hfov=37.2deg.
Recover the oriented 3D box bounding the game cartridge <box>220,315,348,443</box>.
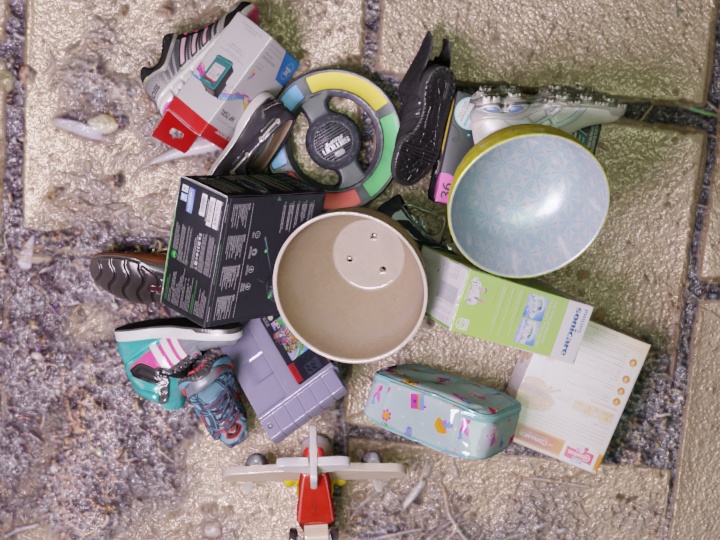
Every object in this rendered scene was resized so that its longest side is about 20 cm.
[{"bbox_3d":[-0.114,0.120,1.476,0.129,0.038,0.201,-38,60,7],"label":"game cartridge"}]

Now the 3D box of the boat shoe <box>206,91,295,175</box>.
[{"bbox_3d":[-0.154,-0.143,1.460,0.060,0.074,0.201,38,106,20],"label":"boat shoe"}]

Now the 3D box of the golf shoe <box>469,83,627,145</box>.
[{"bbox_3d":[0.238,-0.186,1.369,0.197,0.078,0.098,0,112,3],"label":"golf shoe"}]

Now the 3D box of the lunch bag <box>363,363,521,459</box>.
[{"bbox_3d":[0.113,0.186,1.465,0.198,0.160,0.078,19,102,27],"label":"lunch bag"}]

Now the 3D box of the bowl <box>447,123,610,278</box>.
[{"bbox_3d":[0.197,-0.103,1.316,0.197,0.108,0.202,-3,125,-4],"label":"bowl"}]

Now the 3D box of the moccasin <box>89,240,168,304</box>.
[{"bbox_3d":[-0.276,0.004,1.496,0.199,0.078,0.075,2,112,-6],"label":"moccasin"}]

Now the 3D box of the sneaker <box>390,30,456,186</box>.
[{"bbox_3d":[0.082,-0.221,1.459,0.059,0.104,0.202,15,105,-20],"label":"sneaker"}]

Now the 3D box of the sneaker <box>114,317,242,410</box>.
[{"bbox_3d":[-0.247,0.132,1.486,0.198,0.083,0.122,-4,100,25],"label":"sneaker"}]

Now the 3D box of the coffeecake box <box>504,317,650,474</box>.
[{"bbox_3d":[0.298,0.164,1.527,0.152,0.073,0.202,22,96,-5],"label":"coffeecake box"}]

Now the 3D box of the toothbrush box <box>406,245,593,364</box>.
[{"bbox_3d":[0.181,0.044,1.415,0.198,0.145,0.087,14,98,-25],"label":"toothbrush box"}]

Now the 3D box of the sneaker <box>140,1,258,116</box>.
[{"bbox_3d":[-0.223,-0.302,1.453,0.087,0.074,0.200,39,82,16],"label":"sneaker"}]

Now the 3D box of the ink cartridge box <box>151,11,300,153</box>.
[{"bbox_3d":[-0.180,-0.232,1.436,0.067,0.116,0.201,39,95,17],"label":"ink cartridge box"}]

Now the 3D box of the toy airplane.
[{"bbox_3d":[-0.065,0.281,1.497,0.199,0.142,0.199,37,121,-28],"label":"toy airplane"}]

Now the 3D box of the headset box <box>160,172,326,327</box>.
[{"bbox_3d":[-0.147,-0.033,1.403,0.092,0.199,0.176,25,111,35],"label":"headset box"}]

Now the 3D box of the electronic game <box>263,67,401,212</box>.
[{"bbox_3d":[-0.038,-0.180,1.491,0.197,0.042,0.203,0,97,-2],"label":"electronic game"}]

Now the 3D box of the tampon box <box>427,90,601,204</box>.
[{"bbox_3d":[0.205,-0.149,1.459,0.197,0.126,0.152,11,96,-3],"label":"tampon box"}]

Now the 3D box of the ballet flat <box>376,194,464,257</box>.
[{"bbox_3d":[0.110,-0.037,1.501,0.199,0.073,0.073,37,95,-3],"label":"ballet flat"}]

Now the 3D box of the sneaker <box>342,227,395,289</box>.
[{"bbox_3d":[0.019,0.004,1.500,0.199,0.070,0.094,34,89,-8],"label":"sneaker"}]

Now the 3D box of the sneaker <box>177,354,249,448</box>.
[{"bbox_3d":[-0.184,0.183,1.449,0.079,0.200,0.096,-33,69,-10],"label":"sneaker"}]

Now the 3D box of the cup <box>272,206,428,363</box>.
[{"bbox_3d":[0.000,0.000,1.399,0.198,0.143,0.203,4,110,11],"label":"cup"}]
